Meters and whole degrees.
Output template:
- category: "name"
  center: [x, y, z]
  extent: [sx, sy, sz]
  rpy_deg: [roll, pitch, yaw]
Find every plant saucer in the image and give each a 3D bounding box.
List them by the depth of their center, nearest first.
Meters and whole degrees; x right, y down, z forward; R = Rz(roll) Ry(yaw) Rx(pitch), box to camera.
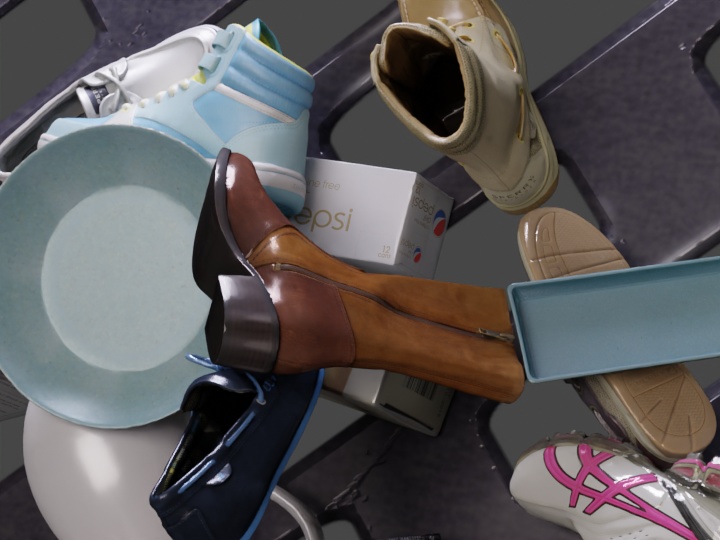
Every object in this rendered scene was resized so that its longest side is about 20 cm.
- category: "plant saucer"
  center: [0.195, 0.029, 1.653]
  extent: [0.199, 0.019, 0.070]
  rpy_deg: [-8, 63, -6]
- category: "plant saucer"
  center: [-0.159, 0.004, 1.751]
  extent: [0.200, 0.039, 0.202]
  rpy_deg: [-1, 88, 16]

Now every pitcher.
- category: "pitcher"
  center: [-0.129, 0.152, 1.787]
  extent: [0.171, 0.121, 0.200]
  rpy_deg: [-27, 75, 5]

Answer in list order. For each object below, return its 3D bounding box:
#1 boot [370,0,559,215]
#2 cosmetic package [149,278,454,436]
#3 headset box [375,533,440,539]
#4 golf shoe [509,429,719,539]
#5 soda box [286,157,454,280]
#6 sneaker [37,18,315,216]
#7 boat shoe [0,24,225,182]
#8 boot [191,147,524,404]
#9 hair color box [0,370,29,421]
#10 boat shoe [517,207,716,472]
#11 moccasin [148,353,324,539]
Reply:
- category: "boot"
  center: [0.053, -0.144, 1.752]
  extent: [0.073, 0.155, 0.200]
  rpy_deg: [-28, 64, 17]
- category: "cosmetic package"
  center: [-0.039, 0.043, 1.775]
  extent: [0.200, 0.105, 0.071]
  rpy_deg: [17, 83, 32]
- category: "headset box"
  center: [-0.044, 0.213, 1.656]
  extent: [0.199, 0.149, 0.075]
  rpy_deg: [-6, 86, 1]
- category: "golf shoe"
  center: [0.162, 0.154, 1.627]
  extent: [0.200, 0.073, 0.092]
  rpy_deg: [7, 58, 46]
- category: "soda box"
  center: [-0.042, -0.040, 1.823]
  extent: [0.200, 0.064, 0.068]
  rpy_deg: [9, 79, 30]
- category: "sneaker"
  center: [-0.118, -0.113, 1.805]
  extent: [0.200, 0.080, 0.131]
  rpy_deg: [10, 81, 19]
- category: "boat shoe"
  center: [-0.179, -0.114, 1.914]
  extent: [0.200, 0.065, 0.074]
  rpy_deg: [-38, 61, 13]
- category: "boot"
  center: [0.000, 0.000, 1.660]
  extent: [0.188, 0.199, 0.069]
  rpy_deg: [-107, 28, -54]
- category: "hair color box"
  center: [-0.240, 0.058, 1.874]
  extent: [0.200, 0.099, 0.061]
  rpy_deg: [-14, 68, 23]
- category: "boat shoe"
  center: [0.155, 0.049, 1.693]
  extent: [0.200, 0.072, 0.065]
  rpy_deg: [57, 147, 25]
- category: "moccasin"
  center: [-0.074, 0.086, 1.634]
  extent: [0.080, 0.068, 0.200]
  rpy_deg: [-27, 30, 34]
